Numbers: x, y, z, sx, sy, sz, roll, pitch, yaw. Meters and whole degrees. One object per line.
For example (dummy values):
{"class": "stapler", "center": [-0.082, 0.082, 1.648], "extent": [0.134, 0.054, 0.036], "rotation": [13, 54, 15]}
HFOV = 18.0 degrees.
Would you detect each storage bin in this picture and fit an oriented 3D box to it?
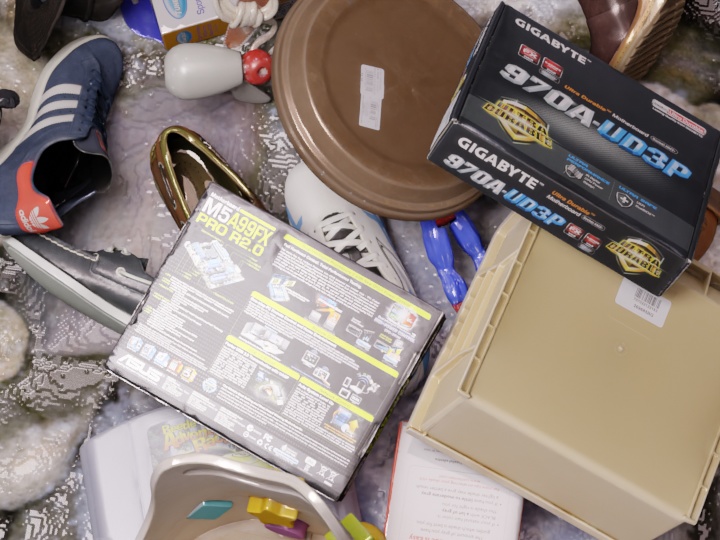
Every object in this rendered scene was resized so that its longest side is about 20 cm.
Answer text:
{"class": "storage bin", "center": [0.170, 0.069, 1.647], "extent": [0.200, 0.094, 0.199], "rotation": [29, 63, -8]}

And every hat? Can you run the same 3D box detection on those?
{"class": "hat", "center": [-0.210, -0.255, 1.759], "extent": [0.081, 0.201, 0.201], "rotation": [8, 73, -21]}

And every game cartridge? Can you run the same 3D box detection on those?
{"class": "game cartridge", "center": [-0.105, 0.160, 1.696], "extent": [0.200, 0.041, 0.133], "rotation": [-11, 70, -3]}

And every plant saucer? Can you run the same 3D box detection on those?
{"class": "plant saucer", "center": [0.030, -0.134, 1.678], "extent": [0.200, 0.029, 0.200], "rotation": [9, 68, -24]}

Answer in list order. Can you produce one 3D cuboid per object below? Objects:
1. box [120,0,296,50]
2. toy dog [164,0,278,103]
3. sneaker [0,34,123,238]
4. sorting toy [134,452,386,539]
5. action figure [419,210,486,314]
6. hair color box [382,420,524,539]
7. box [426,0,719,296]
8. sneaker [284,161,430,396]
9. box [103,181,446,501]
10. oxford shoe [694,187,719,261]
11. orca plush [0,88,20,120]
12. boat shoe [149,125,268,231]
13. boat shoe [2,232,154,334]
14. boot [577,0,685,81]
{"class": "box", "center": [-0.100, -0.254, 1.811], "extent": [0.200, 0.041, 0.119], "rotation": [-16, 75, -6]}
{"class": "toy dog", "center": [-0.053, -0.178, 1.757], "extent": [0.200, 0.096, 0.132], "rotation": [13, 114, -25]}
{"class": "sneaker", "center": [-0.213, -0.100, 1.721], "extent": [0.084, 0.075, 0.200], "rotation": [3, 51, 31]}
{"class": "sorting toy", "center": [-0.066, 0.179, 1.565], "extent": [0.200, 0.180, 0.107], "rotation": [13, 64, 15]}
{"class": "action figure", "center": [0.058, -0.038, 1.742], "extent": [0.065, 0.099, 0.200], "rotation": [-24, 98, -9]}
{"class": "hair color box", "center": [0.063, 0.219, 1.664], "extent": [0.101, 0.061, 0.200], "rotation": [9, 73, 3]}
{"class": "box", "center": [0.159, -0.089, 1.643], "extent": [0.200, 0.046, 0.159], "rotation": [31, 42, -5]}
{"class": "sneaker", "center": [0.000, 0.000, 1.720], "extent": [0.072, 0.072, 0.200], "rotation": [-22, 75, -9]}
{"class": "box", "center": [-0.062, 0.052, 1.654], "extent": [0.200, 0.044, 0.160], "rotation": [29, 85, 6]}
{"class": "oxford shoe", "center": [0.180, -0.064, 1.740], "extent": [0.200, 0.071, 0.071], "rotation": [26, 80, 6]}
{"class": "orca plush", "center": [-0.323, -0.106, 1.725], "extent": [0.105, 0.200, 0.071], "rotation": [-12, 114, -34]}
{"class": "boat shoe", "center": [-0.098, -0.022, 1.730], "extent": [0.072, 0.068, 0.200], "rotation": [-37, 78, -11]}
{"class": "boat shoe", "center": [-0.176, 0.017, 1.721], "extent": [0.200, 0.076, 0.060], "rotation": [34, 78, -3]}
{"class": "boot", "center": [0.174, -0.244, 1.762], "extent": [0.166, 0.072, 0.200], "rotation": [35, 121, 21]}
